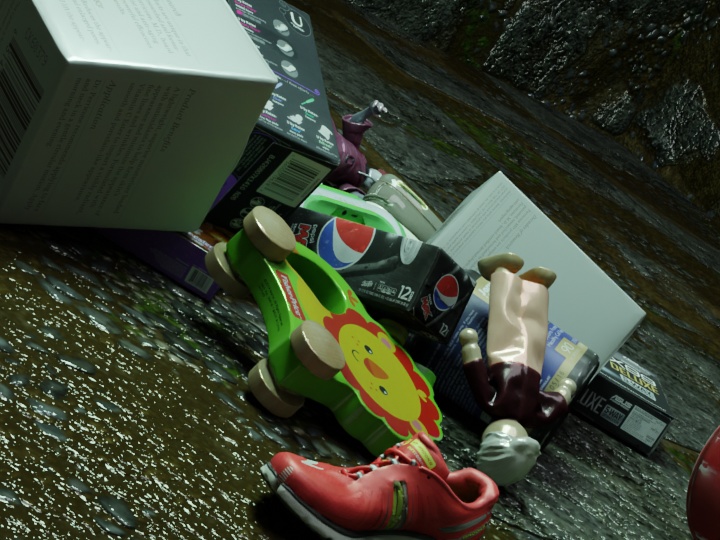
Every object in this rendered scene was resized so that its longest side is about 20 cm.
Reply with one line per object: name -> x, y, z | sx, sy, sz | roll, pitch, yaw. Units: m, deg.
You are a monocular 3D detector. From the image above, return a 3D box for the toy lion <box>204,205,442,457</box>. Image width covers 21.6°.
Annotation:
toy lion -> -0.017, 0.062, 1.501 | 0.191, 0.069, 0.201 | 25, 31, -45

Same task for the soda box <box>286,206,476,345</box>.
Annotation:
soda box -> 0.000, 0.000, 1.637 | 0.199, 0.064, 0.071 | 17, -16, 41

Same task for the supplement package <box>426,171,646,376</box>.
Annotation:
supplement package -> 0.156, 0.022, 1.825 | 0.200, 0.117, 0.117 | 43, -13, -1

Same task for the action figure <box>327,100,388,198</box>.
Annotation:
action figure -> -0.038, -0.127, 2.189 | 0.148, 0.135, 0.200 | -9, -28, 32

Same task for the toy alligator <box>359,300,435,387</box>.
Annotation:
toy alligator -> -0.029, 0.053, 1.595 | 0.199, 0.060, 0.054 | 30, -27, -10

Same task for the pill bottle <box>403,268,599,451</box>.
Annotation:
pill bottle -> 0.107, 0.069, 1.705 | 0.199, 0.112, 0.112 | 35, 14, 9

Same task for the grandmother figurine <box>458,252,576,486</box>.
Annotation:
grandmother figurine -> 0.131, 0.090, 1.599 | 0.120, 0.061, 0.201 | 18, 59, -15

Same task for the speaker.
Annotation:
speaker -> -0.041, -0.035, 1.799 | 0.088, 0.089, 0.199 | 41, 16, 36

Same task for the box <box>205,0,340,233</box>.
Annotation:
box -> -0.105, -0.145, 1.672 | 0.106, 0.122, 0.201 | 24, 38, -34

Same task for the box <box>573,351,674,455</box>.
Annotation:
box -> 0.228, 0.103, 1.991 | 0.199, 0.050, 0.158 | 31, 13, -5

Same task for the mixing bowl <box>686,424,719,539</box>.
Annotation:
mixing bowl -> 0.402, 0.209, 1.676 | 0.199, 0.201, 0.108 | 23, 14, -33

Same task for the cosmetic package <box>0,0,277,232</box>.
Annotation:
cosmetic package -> -0.208, -0.147, 1.511 | 0.199, 0.165, 0.165 | 2, 42, -41

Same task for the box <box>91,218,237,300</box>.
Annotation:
box -> -0.193, -0.055, 1.629 | 0.199, 0.039, 0.137 | 32, 13, -2

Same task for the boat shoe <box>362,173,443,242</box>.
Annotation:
boat shoe -> 0.077, -0.016, 1.946 | 0.202, 0.060, 0.072 | 44, -29, -20

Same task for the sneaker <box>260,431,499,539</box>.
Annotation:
sneaker -> 0.016, 0.144, 1.287 | 0.199, 0.085, 0.077 | 20, 17, -42
